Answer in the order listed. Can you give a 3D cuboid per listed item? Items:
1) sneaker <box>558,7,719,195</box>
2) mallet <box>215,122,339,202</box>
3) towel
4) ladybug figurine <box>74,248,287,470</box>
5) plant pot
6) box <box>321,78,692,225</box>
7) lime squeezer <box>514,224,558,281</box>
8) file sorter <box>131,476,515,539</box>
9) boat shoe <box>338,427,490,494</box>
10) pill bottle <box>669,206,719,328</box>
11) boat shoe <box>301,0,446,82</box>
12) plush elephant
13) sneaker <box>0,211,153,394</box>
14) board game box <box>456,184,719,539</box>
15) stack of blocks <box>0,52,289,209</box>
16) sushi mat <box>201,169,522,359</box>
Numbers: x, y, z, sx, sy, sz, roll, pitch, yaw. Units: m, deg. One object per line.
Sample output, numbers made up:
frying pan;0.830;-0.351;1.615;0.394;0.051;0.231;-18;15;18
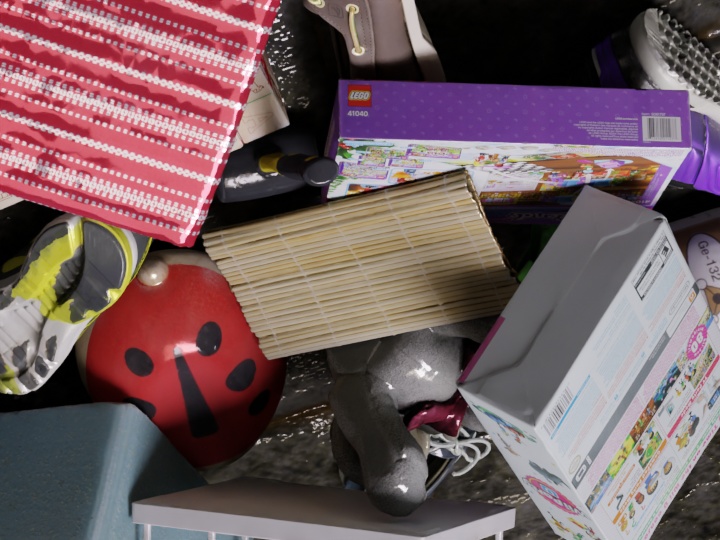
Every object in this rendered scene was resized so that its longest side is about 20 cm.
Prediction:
sneaker;0.193;-0.085;1.396;0.099;0.070;0.200;-31;136;25
mallet;-0.051;-0.057;1.255;0.066;0.200;0.041;-12;97;-4
towel;-0.123;-0.122;1.167;0.144;0.022;0.201;17;108;-10
ladybug figurine;-0.112;0.064;1.437;0.135;0.072;0.200;-19;141;1
plant pot;-0.206;0.224;1.438;0.196;0.201;0.196;-6;146;23
box;0.080;-0.067;1.294;0.199;0.039;0.137;2;162;-5
lime squeezer;0.092;-0.035;1.442;0.070;0.038;0.200;2;149;27
file sorter;-0.023;0.205;1.386;0.199;0.125;0.139;3;-176;27
boat shoe;0.050;0.112;1.564;0.075;0.062;0.200;16;130;-35
pill bottle;0.270;0.007;1.489;0.199;0.115;0.115;-18;141;-1
boat shoe;-0.004;-0.157;1.226;0.059;0.072;0.200;-24;146;1
plush elephant;0.050;0.069;1.418;0.155;0.200;0.165;31;91;-46
sneaker;-0.178;0.009;1.346;0.075;0.085;0.200;51;135;-7
board game box;0.147;0.068;1.321;0.148;0.064;0.200;-55;143;-16
stack of blocks;-0.154;-0.097;1.243;0.199;0.059;0.115;-22;141;4
sushi mat;0.000;0.000;1.328;0.199;0.012;0.096;-12;119;35
